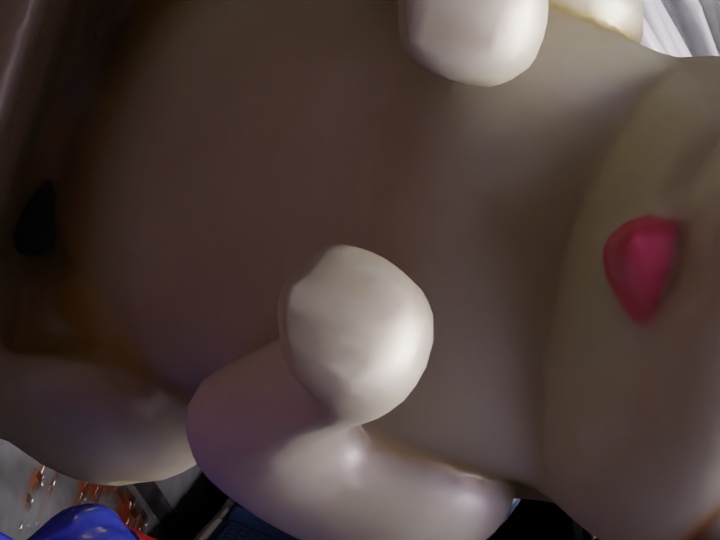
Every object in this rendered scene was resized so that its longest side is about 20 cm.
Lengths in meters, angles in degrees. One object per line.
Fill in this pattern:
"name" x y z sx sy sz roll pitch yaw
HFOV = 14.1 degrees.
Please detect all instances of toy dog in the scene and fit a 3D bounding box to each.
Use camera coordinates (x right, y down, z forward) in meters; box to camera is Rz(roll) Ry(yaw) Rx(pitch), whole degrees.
"toy dog" 0.023 0.005 0.567 0.140 0.199 0.194 -68 151 -18

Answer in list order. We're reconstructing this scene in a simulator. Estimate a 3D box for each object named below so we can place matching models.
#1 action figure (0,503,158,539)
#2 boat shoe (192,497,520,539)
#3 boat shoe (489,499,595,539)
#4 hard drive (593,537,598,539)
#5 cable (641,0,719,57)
"action figure" -0.085 0.079 0.514 0.200 0.065 0.099 30 85 -52
"boat shoe" -0.011 0.085 0.792 0.200 0.072 0.073 -41 153 -58
"boat shoe" 0.045 0.090 0.942 0.063 0.073 0.202 -60 150 -60
"hard drive" 0.026 0.133 0.739 0.200 0.033 0.140 -40 -177 -10
"cable" 0.061 -0.067 0.751 0.200 0.069 0.201 24 48 -59
